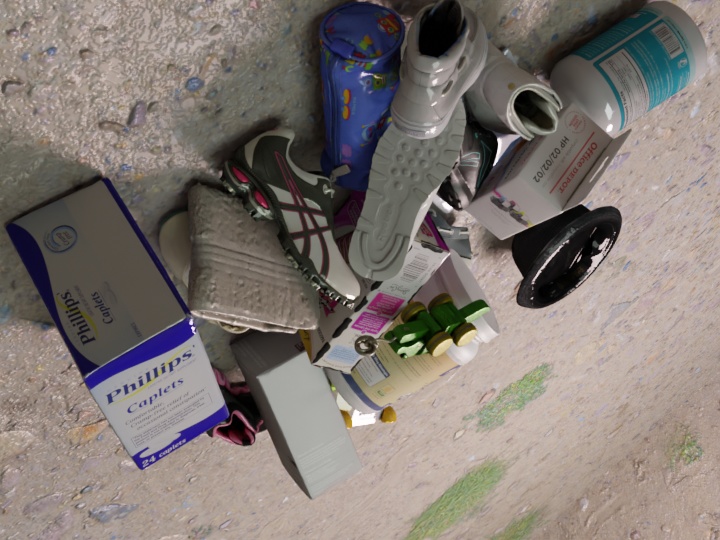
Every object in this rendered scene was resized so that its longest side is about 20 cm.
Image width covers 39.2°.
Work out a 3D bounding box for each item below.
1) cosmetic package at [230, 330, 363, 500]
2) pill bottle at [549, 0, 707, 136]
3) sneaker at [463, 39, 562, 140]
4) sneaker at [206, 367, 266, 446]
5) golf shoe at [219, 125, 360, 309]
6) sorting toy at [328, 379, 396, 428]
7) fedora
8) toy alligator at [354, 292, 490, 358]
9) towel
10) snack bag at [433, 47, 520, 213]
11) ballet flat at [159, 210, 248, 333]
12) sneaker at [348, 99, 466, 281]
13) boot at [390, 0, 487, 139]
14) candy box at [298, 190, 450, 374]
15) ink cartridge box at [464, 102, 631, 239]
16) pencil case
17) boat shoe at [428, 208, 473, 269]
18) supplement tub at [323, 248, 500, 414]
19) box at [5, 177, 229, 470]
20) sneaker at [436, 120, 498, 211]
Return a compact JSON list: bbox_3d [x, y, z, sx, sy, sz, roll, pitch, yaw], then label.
[{"bbox_3d":[-0.079,0.171,1.266,0.090,0.107,0.200,-30,116,-14],"label":"cosmetic package"},{"bbox_3d":[0.305,-0.230,1.215,0.200,0.111,0.111,-33,151,-9],"label":"pill bottle"},{"bbox_3d":[0.171,-0.172,1.101,0.074,0.116,0.200,-47,150,9],"label":"sneaker"},{"bbox_3d":[-0.159,0.194,1.305,0.079,0.095,0.200,-44,152,6],"label":"sneaker"},{"bbox_3d":[-0.051,-0.049,1.008,0.088,0.077,0.200,-40,109,-4],"label":"golf shoe"},{"bbox_3d":[0.003,0.116,1.405,0.200,0.107,0.180,1,114,-49],"label":"sorting toy"},{"bbox_3d":[0.283,-0.039,1.478,0.200,0.092,0.201,-28,149,-19],"label":"fedora"},{"bbox_3d":[0.063,0.074,1.119,0.200,0.059,0.054,-16,145,-37],"label":"toy alligator"},{"bbox_3d":[-0.110,-0.007,1.055,0.034,0.133,0.200,-12,163,32],"label":"towel"},{"bbox_3d":[0.136,-0.155,1.220,0.189,0.021,0.200,-42,151,6],"label":"snack bag"},{"bbox_3d":[-0.155,0.009,1.078,0.069,0.069,0.200,-34,150,-9],"label":"ballet flat"},{"bbox_3d":[0.045,-0.088,1.014,0.200,0.076,0.081,-63,176,15],"label":"sneaker"},{"bbox_3d":[0.084,-0.215,0.944,0.096,0.073,0.200,103,6,-47],"label":"boot"},{"bbox_3d":[0.000,0.000,1.154,0.061,0.136,0.200,17,122,-36],"label":"candy box"},{"bbox_3d":[0.208,-0.114,1.152,0.115,0.068,0.200,-53,-172,-18],"label":"ink cartridge box"},{"bbox_3d":[-0.003,-0.162,0.992,0.087,0.078,0.200,-50,159,-32],"label":"pencil case"},{"bbox_3d":[0.078,-0.048,1.289,0.200,0.073,0.062,19,75,-49],"label":"boat shoe"},{"bbox_3d":[0.057,0.074,1.255,0.200,0.144,0.144,-30,153,14],"label":"supplement tub"},{"bbox_3d":[-0.220,0.052,0.942,0.105,0.184,0.200,-29,150,-14],"label":"box"},{"bbox_3d":[0.108,-0.143,1.131,0.079,0.075,0.200,-43,158,-8],"label":"sneaker"}]
